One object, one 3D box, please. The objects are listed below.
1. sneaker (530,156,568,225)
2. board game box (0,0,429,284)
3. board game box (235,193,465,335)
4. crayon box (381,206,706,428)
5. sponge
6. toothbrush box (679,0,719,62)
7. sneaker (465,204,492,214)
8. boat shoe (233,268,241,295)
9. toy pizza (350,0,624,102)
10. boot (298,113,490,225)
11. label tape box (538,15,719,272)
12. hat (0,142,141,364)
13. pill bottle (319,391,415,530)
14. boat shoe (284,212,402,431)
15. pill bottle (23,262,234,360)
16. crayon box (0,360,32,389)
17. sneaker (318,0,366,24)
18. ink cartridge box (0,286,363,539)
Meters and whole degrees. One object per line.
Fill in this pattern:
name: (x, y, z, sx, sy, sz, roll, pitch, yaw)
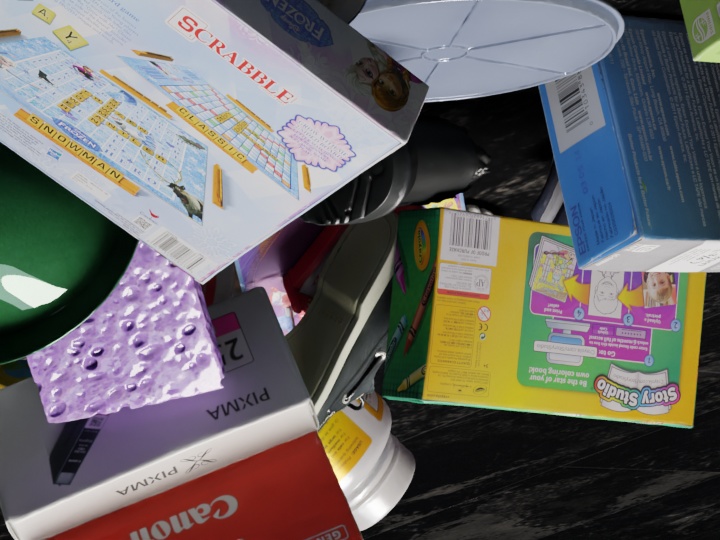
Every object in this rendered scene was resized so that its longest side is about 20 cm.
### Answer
sneaker: (0.205, -0.074, 1.567, 0.200, 0.109, 0.070, -43, 158, 0)
board game box: (-0.101, -0.095, 1.143, 0.200, 0.041, 0.199, 36, 144, -18)
board game box: (0.000, 0.000, 1.525, 0.157, 0.039, 0.200, -15, 131, -4)
crayon box: (0.118, 0.031, 1.453, 0.199, 0.119, 0.058, 7, 176, -25)
sponge: (-0.157, -0.008, 1.365, 0.111, 0.201, 0.030, -13, -152, 3)
toothbrush box: (0.277, -0.182, 1.202, 0.145, 0.086, 0.200, 0, 161, -31)
sneaker: (0.031, 0.000, 1.640, 0.200, 0.089, 0.080, 5, 156, -45)
boat shoe: (-0.146, 0.030, 1.665, 0.073, 0.065, 0.200, 5, 158, -44)
toy pizza: (0.046, -0.134, 1.289, 0.199, 0.032, 0.200, -4, 168, -1)
boot: (0.008, -0.063, 1.362, 0.162, 0.074, 0.198, -1, -178, -41)
label tape box: (0.211, -0.074, 1.410, 0.199, 0.145, 0.063, 1, 160, -34)
hat: (-0.235, -0.051, 1.203, 0.199, 0.166, 0.176, -27, 152, 11)
pill bottle: (-0.053, 0.106, 1.738, 0.200, 0.109, 0.109, 43, 137, -20)
boat shoe: (-0.013, 0.056, 1.488, 0.066, 0.200, 0.074, 25, -174, -39)
pill bottle: (-0.189, 0.001, 1.460, 0.199, 0.111, 0.111, 1, 160, -33)
crayon box: (-0.171, 0.072, 1.551, 0.199, 0.051, 0.127, 19, -139, 32)
sneaker: (-0.058, -0.127, 1.202, 0.199, 0.075, 0.084, -12, 165, 41)
ink cartridge box: (-0.120, 0.121, 1.412, 0.199, 0.174, 0.044, -22, 146, -5)
